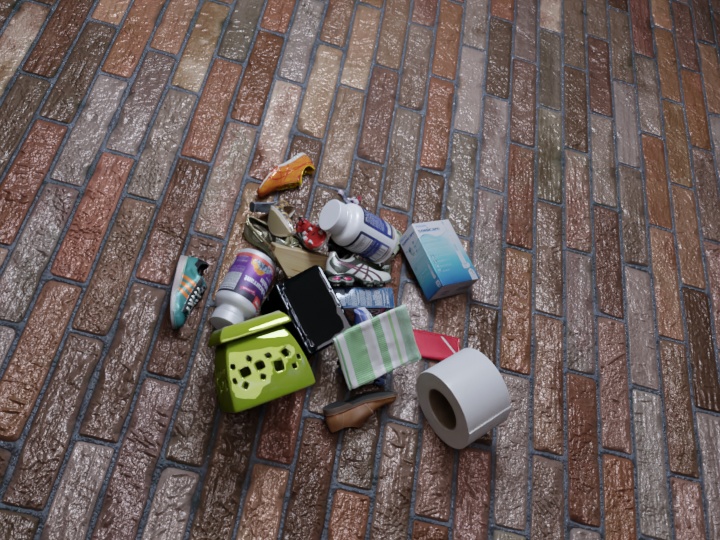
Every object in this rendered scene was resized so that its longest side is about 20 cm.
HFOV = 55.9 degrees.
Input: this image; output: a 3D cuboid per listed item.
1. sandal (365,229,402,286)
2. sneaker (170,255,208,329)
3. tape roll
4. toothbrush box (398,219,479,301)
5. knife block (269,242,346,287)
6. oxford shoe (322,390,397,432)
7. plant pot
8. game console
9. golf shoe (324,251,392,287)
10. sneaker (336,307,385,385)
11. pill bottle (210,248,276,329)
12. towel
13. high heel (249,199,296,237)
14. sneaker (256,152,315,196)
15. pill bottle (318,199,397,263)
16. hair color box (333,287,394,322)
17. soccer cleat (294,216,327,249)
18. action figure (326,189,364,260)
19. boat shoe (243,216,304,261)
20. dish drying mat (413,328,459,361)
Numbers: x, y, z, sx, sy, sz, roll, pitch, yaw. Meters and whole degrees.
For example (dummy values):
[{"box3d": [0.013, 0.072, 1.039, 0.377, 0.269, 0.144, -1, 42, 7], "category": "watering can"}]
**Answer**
[{"box3d": [0.064, -0.045, 1.876, 0.079, 0.058, 0.203, 25, 58, -1], "category": "sandal"}, {"box3d": [-0.423, 0.053, 1.682, 0.078, 0.072, 0.203, 6, 59, -7], "category": "sneaker"}, {"box3d": [0.248, 0.309, 1.649, 0.138, 0.203, 0.204, -24, 70, -26], "category": "tape roll"}, {"box3d": [0.216, -0.032, 1.877, 0.145, 0.085, 0.202, -10, 65, -36], "category": "toothbrush box"}, {"box3d": [-0.118, -0.023, 1.762, 0.174, 0.064, 0.202, -34, 110, -11], "category": "knife block"}, {"box3d": [0.004, 0.342, 1.655, 0.197, 0.071, 0.073, -14, 94, -22], "category": "oxford shoe"}, {"box3d": [-0.238, 0.203, 1.548, 0.197, 0.199, 0.185, -15, 87, -23], "category": "plant pot"}, {"box3d": [-0.137, 0.122, 1.680, 0.115, 0.176, 0.202, -12, 64, -39], "category": "game console"}, {"box3d": [0.000, 0.000, 1.742, 0.197, 0.077, 0.090, 4, 83, -34], "category": "golf shoe"}, {"box3d": [-0.008, 0.203, 1.679, 0.113, 0.081, 0.203, -13, 101, -11], "category": "sneaker"}, {"box3d": [-0.296, 0.056, 1.692, 0.110, 0.112, 0.202, 23, 59, -2], "category": "pill bottle"}, {"box3d": [0.040, 0.188, 1.636, 0.197, 0.023, 0.155, -22, 109, -11], "category": "towel"}, {"box3d": [-0.189, -0.140, 1.805, 0.141, 0.073, 0.199, -3, 28, -43], "category": "high heel"}, {"box3d": [-0.208, -0.262, 1.916, 0.199, 0.073, 0.077, -38, 86, -26], "category": "sneaker"}, {"box3d": [-0.008, -0.103, 1.731, 0.199, 0.110, 0.113, 27, 51, -39], "category": "pill bottle"}, {"box3d": [-0.020, 0.090, 1.755, 0.196, 0.100, 0.062, 1, 62, -14], "category": "hair color box"}, {"box3d": [-0.122, -0.084, 1.780, 0.069, 0.200, 0.085, -44, 118, -8], "category": "soccer cleat"}, {"box3d": [-0.023, -0.124, 1.853, 0.147, 0.134, 0.202, 23, 61, -2], "category": "action figure"}, {"box3d": [-0.223, -0.077, 1.812, 0.199, 0.063, 0.074, 33, 58, 4], "category": "boat shoe"}, {"box3d": [0.169, 0.194, 1.797, 0.196, 0.018, 0.078, 12, 60, -9], "category": "dish drying mat"}]
